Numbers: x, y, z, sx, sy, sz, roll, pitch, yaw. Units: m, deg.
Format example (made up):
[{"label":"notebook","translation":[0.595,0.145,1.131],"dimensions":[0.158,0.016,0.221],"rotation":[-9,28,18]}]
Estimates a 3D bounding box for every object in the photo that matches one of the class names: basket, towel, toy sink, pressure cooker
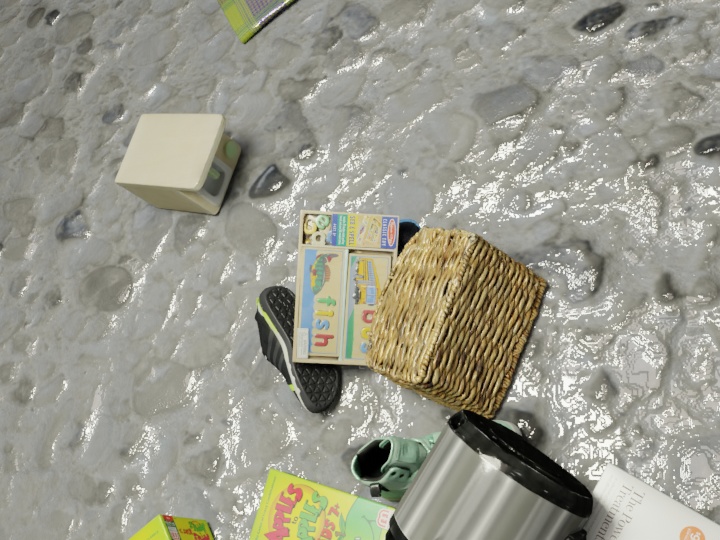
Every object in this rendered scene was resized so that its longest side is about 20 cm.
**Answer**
[{"label":"basket","translation":[0.112,0.064,0.965],"dimensions":[0.142,0.148,0.202],"rotation":[9,74,55]},{"label":"towel","translation":[-0.162,-0.514,1.387],"dimensions":[0.199,0.023,0.144],"rotation":[-36,58,11]},{"label":"toy sink","translation":[-0.280,-0.173,1.255],"dimensions":[0.198,0.112,0.132],"rotation":[7,73,35]},{"label":"pressure cooker","translation":[0.124,0.271,0.799],"dimensions":[0.201,0.175,0.179],"rotation":[-58,18,2]}]

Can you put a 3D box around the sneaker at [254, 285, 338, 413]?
[{"label":"sneaker","translation":[-0.095,0.115,1.079],"dimensions":[0.083,0.071,0.201],"rotation":[-52,55,45]}]

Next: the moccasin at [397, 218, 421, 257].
[{"label":"moccasin","translation":[0.000,0.000,1.052],"dimensions":[0.199,0.080,0.069],"rotation":[-33,52,13]}]

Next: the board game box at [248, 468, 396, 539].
[{"label":"board game box","translation":[-0.038,0.326,0.959],"dimensions":[0.198,0.048,0.103],"rotation":[8,74,30]}]

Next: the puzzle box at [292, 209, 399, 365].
[{"label":"puzzle box","translation":[-0.019,0.024,1.007],"dimensions":[0.132,0.025,0.202],"rotation":[2,94,-5]}]

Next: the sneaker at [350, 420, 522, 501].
[{"label":"sneaker","translation":[0.087,0.220,0.894],"dimensions":[0.199,0.118,0.074],"rotation":[-23,59,16]}]

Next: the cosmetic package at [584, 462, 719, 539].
[{"label":"cosmetic package","translation":[0.280,0.327,0.790],"dimensions":[0.150,0.052,0.201],"rotation":[27,84,31]}]

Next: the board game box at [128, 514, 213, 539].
[{"label":"board game box","translation":[-0.301,0.409,1.022],"dimensions":[0.200,0.102,0.048],"rotation":[-40,58,8]}]
